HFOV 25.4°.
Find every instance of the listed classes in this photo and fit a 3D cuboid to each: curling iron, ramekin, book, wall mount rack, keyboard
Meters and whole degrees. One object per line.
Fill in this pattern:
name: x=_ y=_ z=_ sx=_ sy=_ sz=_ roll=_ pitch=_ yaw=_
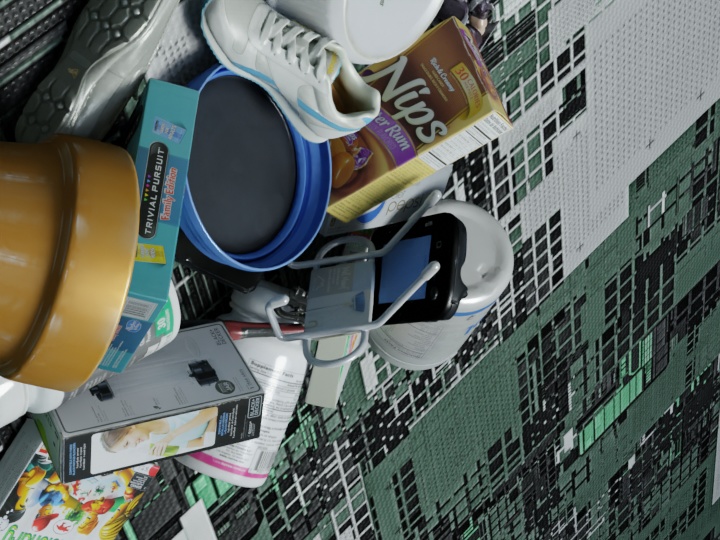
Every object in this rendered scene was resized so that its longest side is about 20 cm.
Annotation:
curling iron: x=-0.134 y=0.049 z=1.593 sx=0.199 sy=0.026 sz=0.050 roll=-7 pitch=89 yaw=-10
ramekin: x=0.005 y=-0.287 z=1.507 sx=0.202 sy=0.094 sz=0.203 roll=-35 pitch=143 yaw=-32
book: x=-0.021 y=0.042 z=1.720 sx=0.200 sy=0.048 sz=0.134 roll=-73 pitch=175 yaw=-66
wall mount rack: x=0.000 y=0.000 z=1.536 sx=0.200 sy=0.173 sz=0.075 roll=-86 pitch=162 yaw=-52
keyboard: x=-0.154 y=-0.055 z=1.548 sx=0.200 sy=0.040 sz=0.104 roll=30 pitch=90 yaw=-49

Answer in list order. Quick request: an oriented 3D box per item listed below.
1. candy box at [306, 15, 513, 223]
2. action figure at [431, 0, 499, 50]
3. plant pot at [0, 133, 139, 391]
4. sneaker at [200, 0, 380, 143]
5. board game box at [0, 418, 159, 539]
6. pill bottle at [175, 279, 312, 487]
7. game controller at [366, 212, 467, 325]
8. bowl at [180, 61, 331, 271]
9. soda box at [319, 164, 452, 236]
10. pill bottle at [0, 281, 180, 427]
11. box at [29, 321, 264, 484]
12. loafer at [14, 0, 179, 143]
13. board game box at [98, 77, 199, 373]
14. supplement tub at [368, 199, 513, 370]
candy box: x=0.038 y=-0.148 z=1.575 sx=0.200 sy=0.117 sz=0.056 roll=-29 pitch=155 yaw=16
action figure: x=0.094 y=-0.260 z=1.680 sx=0.130 sy=0.069 sz=0.200 roll=-61 pitch=167 yaw=-13
plant pot: x=-0.293 y=-0.020 z=1.233 sx=0.183 sy=0.200 sz=0.201 roll=13 pitch=109 yaw=-27
sneaker: x=-0.063 y=-0.197 z=1.456 sx=0.200 sy=0.081 sz=0.077 roll=39 pitch=56 yaw=-35
board game box: x=-0.298 y=0.226 z=1.603 sx=0.126 sy=0.035 sz=0.200 roll=-58 pitch=149 yaw=1
pill bottle: x=-0.118 y=0.114 z=1.670 sx=0.113 sy=0.113 sz=0.201 roll=17 pitch=96 yaw=-58
game controller: x=0.051 y=0.001 z=1.589 sx=0.042 sy=0.200 sz=0.105 roll=0 pitch=86 yaw=-25
bowl: x=-0.106 y=-0.100 z=1.494 sx=0.200 sy=0.039 sz=0.201 roll=2 pitch=88 yaw=-50
soda box: x=0.011 y=-0.091 z=1.723 sx=0.200 sy=0.064 sz=0.068 roll=-13 pitch=128 yaw=-50
pill bottle: x=-0.268 y=0.057 z=1.416 sx=0.200 sy=0.113 sz=0.113 roll=-31 pitch=140 yaw=-37
box: x=-0.204 y=0.121 z=1.507 sx=0.199 sy=0.117 sz=0.060 roll=-11 pitch=131 yaw=-26
loafer: x=-0.212 y=-0.171 z=1.339 sx=0.200 sy=0.070 sz=0.070 roll=-52 pitch=154 yaw=6
board game box: x=-0.190 y=-0.036 z=1.340 sx=0.151 sy=0.047 sz=0.201 roll=131 pitch=-31 yaw=-55
supplement tub: x=0.083 y=0.018 z=1.794 sx=0.132 sy=0.132 sz=0.200 roll=-40 pitch=170 yaw=-26
